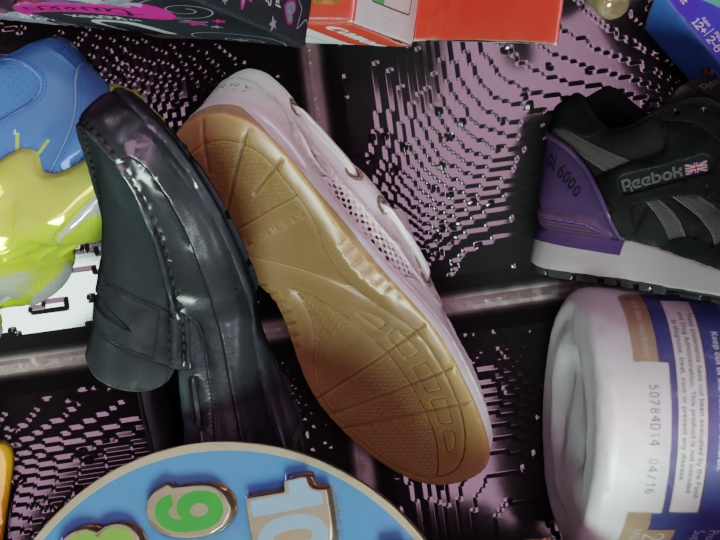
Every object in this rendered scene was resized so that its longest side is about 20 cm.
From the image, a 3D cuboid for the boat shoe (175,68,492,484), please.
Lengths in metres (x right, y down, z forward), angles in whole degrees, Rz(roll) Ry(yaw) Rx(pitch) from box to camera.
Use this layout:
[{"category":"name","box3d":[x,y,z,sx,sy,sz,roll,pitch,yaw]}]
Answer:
[{"category":"boat shoe","box3d":[0.000,0.000,0.865,0.071,0.069,0.200,-20,115,30]}]

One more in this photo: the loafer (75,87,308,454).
[{"category":"loafer","box3d":[-0.076,0.020,0.813,0.070,0.068,0.201,-29,131,-15]}]

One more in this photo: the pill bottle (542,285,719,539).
[{"category":"pill bottle","box3d":[0.184,0.064,0.869,0.199,0.111,0.112,1,89,-8]}]

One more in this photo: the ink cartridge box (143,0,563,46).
[{"category":"ink cartridge box","box3d":[-0.012,-0.147,0.818,0.199,0.050,0.110,6,87,34]}]

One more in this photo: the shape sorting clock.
[{"category":"shape sorting clock","box3d":[-0.051,0.166,0.782,0.199,0.039,0.201,-1,85,7]}]

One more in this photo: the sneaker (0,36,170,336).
[{"category":"sneaker","box3d":[-0.174,-0.021,0.851,0.200,0.076,0.105,-35,75,-7]}]

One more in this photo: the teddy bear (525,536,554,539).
[{"category":"teddy bear","box3d":[0.044,0.193,0.851,0.144,0.067,0.201,-3,115,-12]}]

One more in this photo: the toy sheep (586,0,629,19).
[{"category":"toy sheep","box3d":[0.097,-0.180,0.852,0.200,0.138,0.138,-34,94,-2]}]

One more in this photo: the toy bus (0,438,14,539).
[{"category":"toy bus","box3d":[-0.184,0.166,0.832,0.065,0.078,0.201,8,88,-8]}]

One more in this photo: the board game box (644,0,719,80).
[{"category":"board game box","box3d":[0.248,-0.111,0.887,0.200,0.045,0.152,-36,76,-11]}]

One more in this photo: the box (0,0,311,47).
[{"category":"box","box3d":[-0.119,-0.162,0.786,0.199,0.115,0.133,8,88,30]}]

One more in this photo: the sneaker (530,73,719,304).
[{"category":"sneaker","box3d":[0.152,-0.033,0.828,0.076,0.199,0.088,-8,103,-50]}]
